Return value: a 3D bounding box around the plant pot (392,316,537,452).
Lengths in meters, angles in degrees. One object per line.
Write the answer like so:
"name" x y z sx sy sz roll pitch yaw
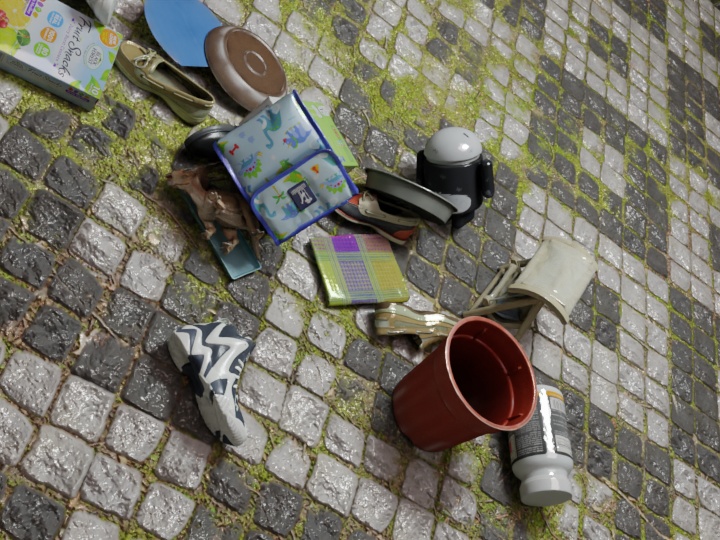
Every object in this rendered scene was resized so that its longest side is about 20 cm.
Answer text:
"plant pot" 0.167 0.213 1.610 0.199 0.195 0.203 20 52 -27

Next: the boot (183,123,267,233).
"boot" -0.206 -0.156 1.642 0.164 0.065 0.202 -14 76 -45

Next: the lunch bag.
"lunch bag" -0.122 -0.167 1.542 0.201 0.169 0.127 58 3 -5

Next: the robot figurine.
"robot figurine" 0.192 -0.192 1.903 0.148 0.203 0.125 -5 25 -1

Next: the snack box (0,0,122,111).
"snack box" -0.509 -0.372 1.534 0.198 0.053 0.144 25 60 -25

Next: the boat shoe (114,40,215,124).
"boat shoe" -0.347 -0.343 1.647 0.200 0.063 0.073 41 46 -8

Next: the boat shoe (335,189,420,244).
"boat shoe" 0.021 -0.120 1.787 0.198 0.063 0.072 27 33 -18

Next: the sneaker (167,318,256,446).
"sneaker" -0.197 0.160 1.435 0.129 0.080 0.200 -23 69 -36

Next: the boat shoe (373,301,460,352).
"boat shoe" 0.110 0.116 1.728 0.198 0.072 0.077 13 70 -23

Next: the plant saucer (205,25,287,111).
"plant saucer" -0.209 -0.391 1.787 0.199 0.032 0.202 32 43 -34

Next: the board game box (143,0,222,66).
"board game box" -0.330 -0.438 1.739 0.199 0.039 0.159 -15 75 -54

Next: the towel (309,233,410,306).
"towel" 0.000 0.000 1.735 0.198 0.023 0.145 -3 65 -39

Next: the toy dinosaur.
"toy dinosaur" -0.225 -0.108 1.563 0.199 0.086 0.136 36 25 -30

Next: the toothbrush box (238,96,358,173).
"toothbrush box" -0.110 -0.230 1.709 0.147 0.086 0.199 59 24 8

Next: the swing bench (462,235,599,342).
"swing bench" 0.343 0.042 1.855 0.130 0.200 0.199 47 44 -3

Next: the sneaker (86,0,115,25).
"sneaker" -0.472 -0.482 1.594 0.114 0.074 0.200 21 15 -22

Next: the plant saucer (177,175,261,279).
"plant saucer" -0.245 -0.077 1.592 0.070 0.019 0.201 -23 78 -44

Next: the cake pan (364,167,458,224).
"cake pan" 0.092 -0.141 1.801 0.199 0.200 0.037 25 88 -24

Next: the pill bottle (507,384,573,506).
"pill bottle" 0.333 0.325 1.729 0.115 0.116 0.202 18 54 -29
